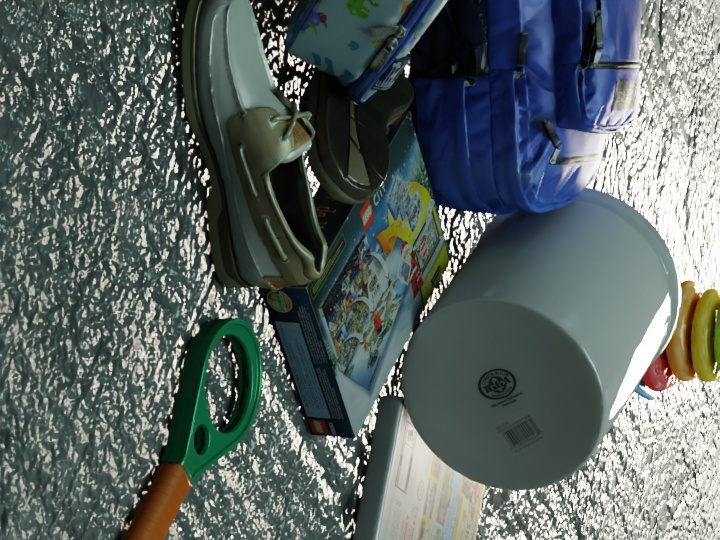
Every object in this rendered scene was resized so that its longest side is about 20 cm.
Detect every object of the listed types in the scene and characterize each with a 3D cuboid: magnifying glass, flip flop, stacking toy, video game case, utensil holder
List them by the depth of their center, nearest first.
[{"bbox_3d":[-0.108,0.112,1.513,0.200,0.022,0.080,-66,147,-40],"label":"magnifying glass"},{"bbox_3d":[-0.012,-0.103,1.636,0.081,0.058,0.200,39,31,-20],"label":"flip flop"},{"bbox_3d":[0.039,0.217,1.820,0.182,0.023,0.201,43,53,-57],"label":"video game case"},{"bbox_3d":[0.135,0.050,1.820,0.200,0.169,0.170,-47,133,-58],"label":"utensil holder"},{"bbox_3d":[0.339,0.061,2.220,0.110,0.199,0.116,37,60,-60],"label":"stacking toy"}]

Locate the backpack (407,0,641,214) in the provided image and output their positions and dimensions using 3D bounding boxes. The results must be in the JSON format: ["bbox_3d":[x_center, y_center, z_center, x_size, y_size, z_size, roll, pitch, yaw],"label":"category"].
[{"bbox_3d":[0.119,-0.140,1.796,0.162,0.167,0.201,-8,103,-57],"label":"backpack"}]

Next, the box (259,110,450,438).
[{"bbox_3d":[0.000,0.000,1.702,0.200,0.038,0.137,-60,143,-44],"label":"box"}]

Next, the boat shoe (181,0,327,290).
[{"bbox_3d":[-0.063,-0.084,1.531,0.075,0.068,0.201,-45,131,-55],"label":"boat shoe"}]

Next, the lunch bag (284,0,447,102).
[{"bbox_3d":[0.033,-0.216,1.599,0.161,0.082,0.200,-54,-174,35],"label":"lunch bag"}]
